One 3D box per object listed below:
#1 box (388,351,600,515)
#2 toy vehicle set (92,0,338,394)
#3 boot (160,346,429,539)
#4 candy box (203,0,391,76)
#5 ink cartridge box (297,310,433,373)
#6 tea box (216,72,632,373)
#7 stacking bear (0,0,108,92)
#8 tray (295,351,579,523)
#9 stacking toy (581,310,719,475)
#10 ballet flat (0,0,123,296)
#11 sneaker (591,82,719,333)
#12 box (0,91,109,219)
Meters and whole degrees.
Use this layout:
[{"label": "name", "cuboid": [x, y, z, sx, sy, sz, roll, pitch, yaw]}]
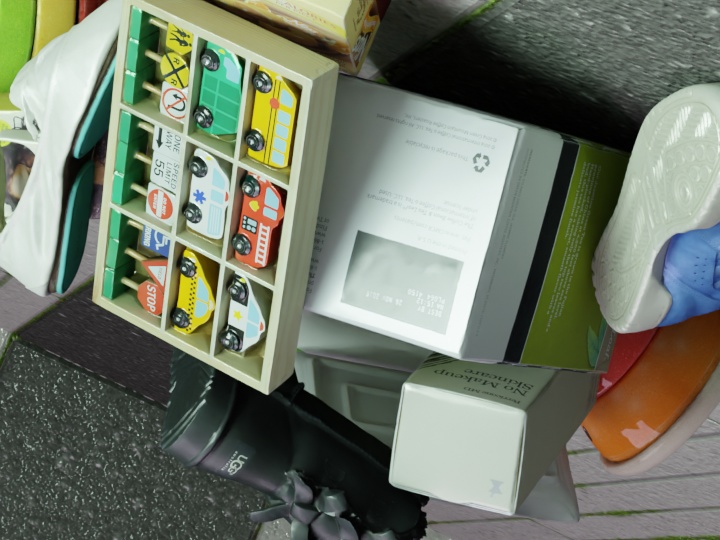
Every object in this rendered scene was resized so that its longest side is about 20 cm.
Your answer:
[{"label": "box", "cuboid": [0.086, 0.075, 1.709, 0.082, 0.069, 0.200, 12, -160, 14]}, {"label": "toy vehicle set", "cuboid": [-0.081, -0.045, 1.531, 0.124, 0.026, 0.201, 25, 126, 24]}, {"label": "boot", "cuboid": [-0.032, 0.089, 1.682, 0.162, 0.073, 0.199, 35, -149, -17]}, {"label": "candy box", "cuboid": [-0.086, -0.176, 1.516, 0.199, 0.056, 0.115, 22, 170, 7]}, {"label": "ink cartridge box", "cuboid": [0.000, 0.000, 1.897, 0.145, 0.084, 0.200, 29, -164, -23]}, {"label": "tea box", "cuboid": [0.035, -0.032, 1.624, 0.199, 0.134, 0.196, 18, -176, 28]}, {"label": "stacking bear", "cuboid": [-0.193, -0.157, 1.625, 0.199, 0.114, 0.122, 0, 144, -19]}, {"label": "tray", "cuboid": [0.043, 0.099, 1.779, 0.199, 0.108, 0.022, 11, 131, -17]}, {"label": "stacking toy", "cuboid": [0.143, 0.024, 1.840, 0.200, 0.146, 0.146, 38, 167, -10]}, {"label": "ballet flat", "cuboid": [-0.173, -0.075, 1.585, 0.069, 0.201, 0.070, 14, -148, -9]}, {"label": "sneaker", "cuboid": [0.205, -0.039, 1.538, 0.111, 0.077, 0.200, -10, 148, -20]}, {"label": "box", "cuboid": [-0.220, -0.073, 1.654, 0.199, 0.076, 0.050, 0, -151, 8]}]
